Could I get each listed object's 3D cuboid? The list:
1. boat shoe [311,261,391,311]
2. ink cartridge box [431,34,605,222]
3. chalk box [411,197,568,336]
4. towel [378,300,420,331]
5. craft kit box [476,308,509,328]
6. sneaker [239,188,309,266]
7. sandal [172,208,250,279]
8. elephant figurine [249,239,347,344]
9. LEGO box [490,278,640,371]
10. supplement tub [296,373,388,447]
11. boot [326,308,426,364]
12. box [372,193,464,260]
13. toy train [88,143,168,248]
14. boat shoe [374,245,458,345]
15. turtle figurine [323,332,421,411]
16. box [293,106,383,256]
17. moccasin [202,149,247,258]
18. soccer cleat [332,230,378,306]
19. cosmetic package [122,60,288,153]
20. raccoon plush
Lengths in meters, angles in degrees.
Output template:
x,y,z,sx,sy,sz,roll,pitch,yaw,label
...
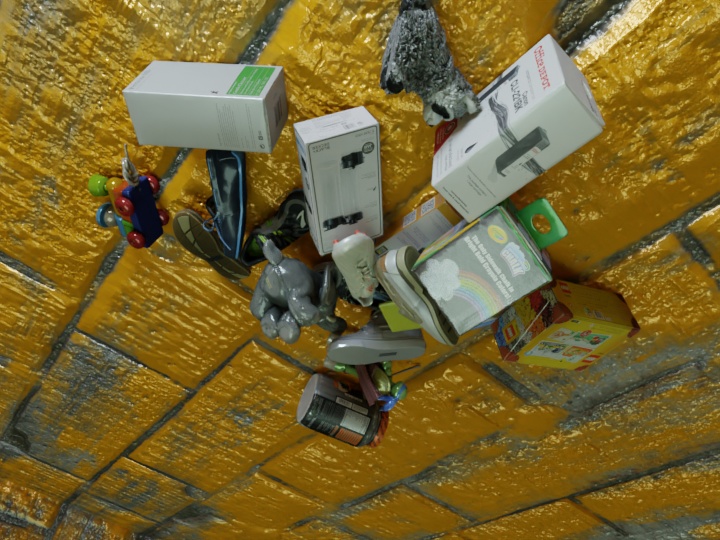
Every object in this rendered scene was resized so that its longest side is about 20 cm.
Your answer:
x,y,z,sx,sy,sz,roll,pitch,yaw,label
-0.001,0.035,0.978,0.196,0.057,0.069,12,134,1,boat shoe
0.193,-0.181,0.676,0.083,0.146,0.199,38,128,-23,ink cartridge box
0.193,-0.025,0.747,0.199,0.124,0.125,-36,94,24,chalk box
0.136,0.062,0.907,0.196,0.018,0.087,-12,136,16,towel
0.195,0.033,0.915,0.197,0.049,0.198,-19,142,22,craft kit box
-0.138,-0.064,0.892,0.198,0.083,0.071,-34,109,34,sneaker
-0.269,-0.052,0.959,0.079,0.055,0.200,-8,146,25,sandal
-0.090,0.038,0.912,0.141,0.199,0.156,44,119,17,elephant figurine
0.357,0.100,0.914,0.196,0.078,0.149,12,137,-27,LEGO box
-0.040,0.332,1.219,0.197,0.124,0.123,26,133,-14,supplement tub
0.025,0.119,0.996,0.196,0.097,0.074,2,144,-20,boot
0.103,-0.041,0.900,0.198,0.042,0.119,-30,122,35,box
-0.412,-0.140,0.888,0.113,0.085,0.203,16,135,14,toy train
0.095,0.045,0.842,0.067,0.075,0.201,-14,123,36,boat shoe
0.031,0.182,1.099,0.191,0.202,0.145,23,160,16,turtle figurine
-0.029,-0.131,0.793,0.115,0.060,0.203,-19,134,-14,box
-0.227,-0.115,0.877,0.067,0.081,0.204,4,121,-7,moccasin
0.000,0.000,0.837,0.068,0.079,0.200,-22,162,-2,soccer cleat
-0.211,-0.231,0.737,0.195,0.109,0.086,5,134,5,cosmetic package
0.106,-0.279,0.645,0.131,0.098,0.202,11,134,-10,raccoon plush
